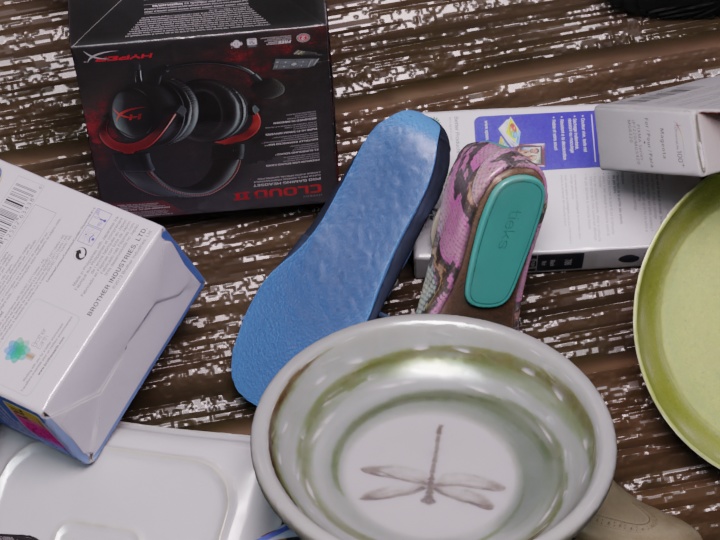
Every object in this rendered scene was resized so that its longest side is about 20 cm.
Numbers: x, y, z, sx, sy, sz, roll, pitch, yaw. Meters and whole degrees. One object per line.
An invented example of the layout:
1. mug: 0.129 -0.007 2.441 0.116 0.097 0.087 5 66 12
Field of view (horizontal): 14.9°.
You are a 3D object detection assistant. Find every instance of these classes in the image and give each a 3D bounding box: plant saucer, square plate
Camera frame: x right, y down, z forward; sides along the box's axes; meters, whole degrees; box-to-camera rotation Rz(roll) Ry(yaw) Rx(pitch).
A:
1. plant saucer: 0.257 0.029 1.630 0.199 0.031 0.201 0 89 -5
2. square plate: -0.150 0.175 1.578 0.197 0.028 0.201 6 67 23
3. plant saucer: 0.039 0.106 1.506 0.199 0.050 0.201 1 42 -1

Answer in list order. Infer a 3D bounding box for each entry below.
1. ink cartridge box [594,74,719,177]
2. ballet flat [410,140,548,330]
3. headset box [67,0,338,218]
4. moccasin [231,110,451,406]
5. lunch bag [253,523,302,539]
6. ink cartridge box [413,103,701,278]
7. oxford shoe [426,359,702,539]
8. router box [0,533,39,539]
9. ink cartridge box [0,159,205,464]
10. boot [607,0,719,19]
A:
1. ink cartridge box: 0.266 -0.093 1.600 0.199 0.173 0.044 -16 104 -33
2. ballet flat: 0.059 0.018 1.629 0.069 0.071 0.201 4 110 -28
3. headset box: -0.089 -0.106 1.630 0.148 0.200 0.075 -4 58 -2
4. moccasin: 0.000 0.000 1.642 0.080 0.068 0.200 40 102 14
5. lunch bag: 0.014 0.209 1.490 0.160 0.076 0.200 -28 53 -28
6. ink cartridge box: 0.129 -0.051 1.688 0.199 0.039 0.100 -3 68 2
7. oxford shoe: 0.115 0.116 1.583 0.199 0.070 0.075 24 99 -6
8. router box: -0.271 0.217 1.481 0.199 0.062 0.151 5 100 -21
9. ink cartridge box: -0.213 0.012 1.631 0.199 0.076 0.137 22 70 28
10. boot: 0.240 -0.247 1.746 0.197 0.073 0.163 -2 70 -7
